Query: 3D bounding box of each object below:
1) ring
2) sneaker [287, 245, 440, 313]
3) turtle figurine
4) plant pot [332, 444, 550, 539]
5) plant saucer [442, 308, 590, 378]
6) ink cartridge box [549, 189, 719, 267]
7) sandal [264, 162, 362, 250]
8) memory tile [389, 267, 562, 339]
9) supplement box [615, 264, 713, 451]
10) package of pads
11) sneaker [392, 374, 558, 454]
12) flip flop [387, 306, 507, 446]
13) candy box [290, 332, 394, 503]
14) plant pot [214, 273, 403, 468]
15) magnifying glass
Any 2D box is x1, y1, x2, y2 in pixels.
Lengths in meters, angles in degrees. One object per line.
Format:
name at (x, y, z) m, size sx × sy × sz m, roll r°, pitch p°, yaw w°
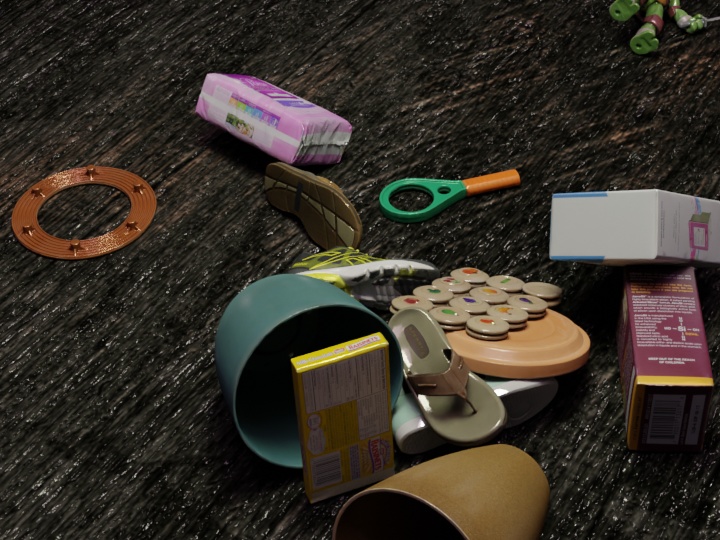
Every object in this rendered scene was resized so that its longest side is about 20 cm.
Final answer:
ring at (-0.381, -0.086, 1.947) m, size 0.200 × 0.019 × 0.201 m, roll -2°, pitch 40°, yaw 1°
sneaker at (0.000, 0.000, 1.785) m, size 0.199 × 0.075 × 0.085 m, roll -3°, pitch 40°, yaw 0°
turtle figurine at (0.488, -0.437, 2.214) m, size 0.200 × 0.144 × 0.194 m, roll 18°, pitch 48°, yaw 27°
plant pot at (0.104, 0.258, 1.422) m, size 0.186 × 0.187 × 0.200 m, roll 24°, pitch 34°, yaw 28°
plant saucer at (0.171, 0.074, 1.668) m, size 0.200 × 0.032 × 0.200 m, roll 5°, pitch 19°, yaw -2°
ink cartridge box at (0.342, -0.048, 1.714) m, size 0.144 × 0.085 × 0.200 m, roll 0°, pitch -4°, yaw 39°
sandal at (-0.056, -0.091, 1.905) m, size 0.054 × 0.081 × 0.200 m, roll -8°, pitch 32°, yaw -40°
memory tile at (0.142, 0.036, 1.700) m, size 0.153 × 0.017 × 0.200 m, roll 15°, pitch 21°, yaw 29°
supplement box at (0.346, 0.098, 1.626) m, size 0.085 × 0.111 × 0.200 m, roll 2°, pitch 41°, yaw 4°
package of pads at (-0.123, -0.214, 2.012) m, size 0.200 × 0.076 × 0.120 m, roll 29°, pitch 18°, yaw 30°
sneaker at (0.120, 0.127, 1.628) m, size 0.200 × 0.074 × 0.118 m, roll -15°, pitch 49°, yaw -10°
flip flop at (0.087, 0.111, 1.557) m, size 0.081 × 0.058 × 0.200 m, roll -31°, pitch 56°, yaw -1°
candy box at (-0.017, 0.159, 1.505) m, size 0.102 × 0.200 × 0.026 m, roll -17°, pitch 41°, yaw -17°
plant pot at (-0.074, 0.095, 1.596) m, size 0.200 × 0.201 × 0.161 m, roll -17°, pitch 30°, yaw -17°
magnifying glass at (0.123, -0.108, 1.947) m, size 0.199 × 0.022 × 0.080 m, roll -14°, pitch 42°, yaw -10°
